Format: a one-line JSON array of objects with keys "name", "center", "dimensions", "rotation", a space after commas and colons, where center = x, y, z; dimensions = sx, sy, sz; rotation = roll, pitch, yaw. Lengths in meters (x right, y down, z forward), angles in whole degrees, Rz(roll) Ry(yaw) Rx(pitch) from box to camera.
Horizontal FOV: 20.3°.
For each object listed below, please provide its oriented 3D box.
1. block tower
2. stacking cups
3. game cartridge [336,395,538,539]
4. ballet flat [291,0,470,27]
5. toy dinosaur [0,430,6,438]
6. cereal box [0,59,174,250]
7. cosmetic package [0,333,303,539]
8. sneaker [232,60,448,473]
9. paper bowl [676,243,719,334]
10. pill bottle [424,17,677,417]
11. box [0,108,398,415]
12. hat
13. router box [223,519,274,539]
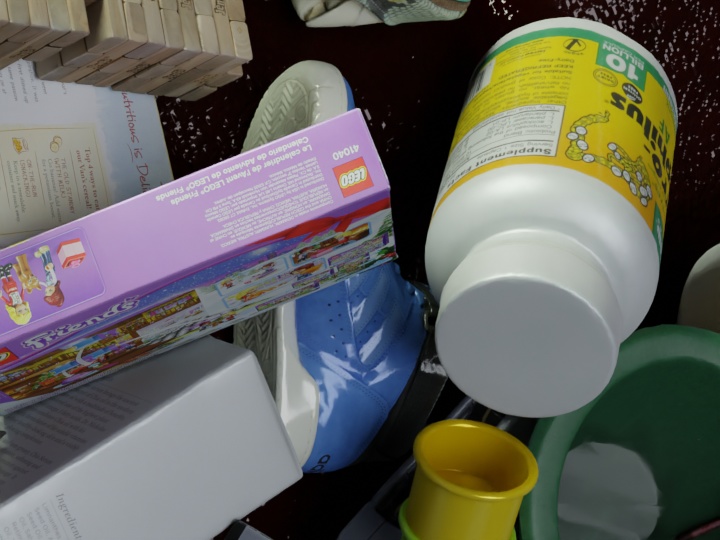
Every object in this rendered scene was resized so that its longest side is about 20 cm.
[{"name": "block tower", "center": [-0.131, -0.113, 0.827], "dimensions": [0.199, 0.054, 0.058], "rotation": [1, 73, -47]}, {"name": "stacking cups", "center": [0.030, 0.169, 0.965], "dimensions": [0.060, 0.061, 0.201], "rotation": [-5, 124, -33]}, {"name": "game cartridge", "center": [0.072, 0.116, 1.047], "dimensions": [0.200, 0.040, 0.134], "rotation": [-45, 140, -15]}, {"name": "ballet flat", "center": [-0.017, -0.152, 0.955], "dimensions": [0.071, 0.069, 0.200], "rotation": [-39, 155, 17]}, {"name": "toy dinosaur", "center": [-0.241, 0.040, 0.834], "dimensions": [0.199, 0.102, 0.078], "rotation": [4, 84, -42]}, {"name": "cereal box", "center": [-0.171, -0.073, 0.840], "dimensions": [0.199, 0.039, 0.145], "rotation": [-6, 80, -48]}, {"name": "cosmetic package", "center": [-0.138, 0.105, 0.899], "dimensions": [0.199, 0.101, 0.072], "rotation": [-32, 113, -25]}, {"name": "sneaker", "center": [-0.001, 0.000, 0.990], "dimensions": [0.111, 0.077, 0.202], "rotation": [1, 96, -33]}, {"name": "paper bowl", "center": [0.242, 0.054, 1.115], "dimensions": [0.200, 0.104, 0.202], "rotation": [13, 75, -60]}, {"name": "pill bottle", "center": [0.092, -0.026, 0.973], "dimensions": [0.113, 0.112, 0.201], "rotation": [54, 31, -26]}, {"name": "box", "center": [-0.082, 0.001, 0.859], "dimensions": [0.199, 0.137, 0.039], "rotation": [-22, 79, -3]}, {"name": "hat", "center": [0.112, 0.129, 1.049], "dimensions": [0.200, 0.176, 0.166], "rotation": [-44, 102, -21]}, {"name": "router box", "center": [-0.075, 0.229, 0.933], "dimensions": [0.201, 0.052, 0.157], "rotation": [-57, 163, -14]}]
